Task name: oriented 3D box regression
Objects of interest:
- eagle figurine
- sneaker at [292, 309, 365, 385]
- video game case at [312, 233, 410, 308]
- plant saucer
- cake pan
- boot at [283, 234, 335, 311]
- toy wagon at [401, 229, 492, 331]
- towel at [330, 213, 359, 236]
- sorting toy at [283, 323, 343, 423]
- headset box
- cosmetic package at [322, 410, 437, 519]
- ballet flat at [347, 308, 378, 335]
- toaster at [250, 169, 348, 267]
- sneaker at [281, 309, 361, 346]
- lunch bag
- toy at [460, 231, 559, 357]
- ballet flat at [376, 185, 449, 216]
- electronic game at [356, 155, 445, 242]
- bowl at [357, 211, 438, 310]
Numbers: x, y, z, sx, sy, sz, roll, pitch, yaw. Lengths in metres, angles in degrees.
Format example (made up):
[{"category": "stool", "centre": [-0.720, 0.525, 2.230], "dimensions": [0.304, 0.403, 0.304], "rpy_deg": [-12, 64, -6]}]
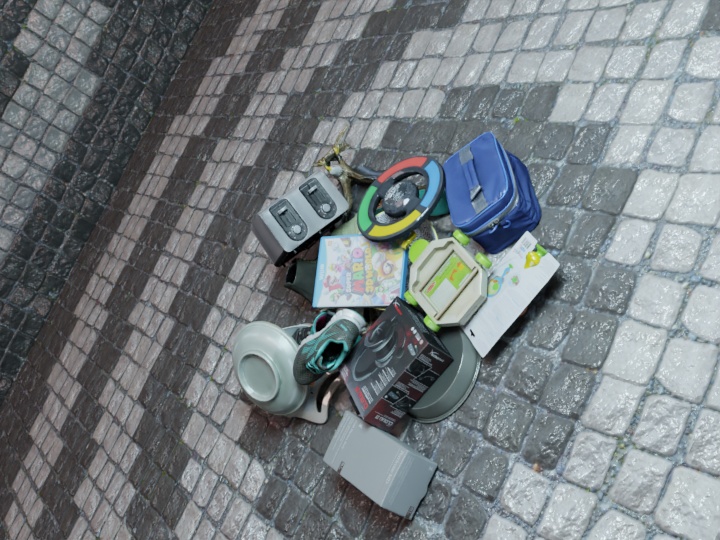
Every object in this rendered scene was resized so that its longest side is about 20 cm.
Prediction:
[{"category": "eagle figurine", "centre": [-0.027, -0.211, 1.836], "dimensions": [0.200, 0.149, 0.153], "rpy_deg": [48, 142, 29]}, {"category": "sneaker", "centre": [-0.071, 0.157, 1.472], "dimensions": [0.201, 0.077, 0.092], "rpy_deg": [-50, 10, 33]}, {"category": "video game case", "centre": [0.000, 0.000, 1.526], "dimensions": [0.196, 0.018, 0.146], "rpy_deg": [-3, 73, 31]}, {"category": "plant saucer", "centre": [-0.194, 0.206, 1.597], "dimensions": [0.198, 0.203, 0.050], "rpy_deg": [-26, 2, 37]}, {"category": "cake pan", "centre": [0.129, 0.170, 1.426], "dimensions": [0.199, 0.036, 0.203], "rpy_deg": [-31, 43, 34]}, {"category": "boot", "centre": [-0.097, -0.021, 1.757], "dimensions": [0.077, 0.137, 0.203], "rpy_deg": [-26, 45, 37]}, {"category": "toy wagon", "centre": [0.144, 0.004, 1.415], "dimensions": [0.156, 0.039, 0.201], "rpy_deg": [-51, 49, 14]}, {"category": "towel", "centre": [-0.005, -0.042, 1.695], "dimensions": [0.147, 0.036, 0.203], "rpy_deg": [-35, 42, 30]}, {"category": "sorting toy", "centre": [-0.108, 0.224, 1.652], "dimensions": [0.178, 0.107, 0.203], "rpy_deg": [25, 84, 36]}, {"category": "headset box", "centre": [0.052, 0.174, 1.420], "dimensions": [0.201, 0.077, 0.149], "rpy_deg": [-49, 36, 12]}, {"category": "cosmetic package", "centre": [0.031, 0.336, 1.385], "dimensions": [0.199, 0.089, 0.108], "rpy_deg": [16, 77, 57]}, {"category": "ballet flat", "centre": [-0.015, 0.035, 1.591], "dimensions": [0.067, 0.075, 0.204], "rpy_deg": [-22, 86, 11]}, {"category": "toaster", "centre": [-0.135, -0.109, 1.741], "dimensions": [0.180, 0.120, 0.200], "rpy_deg": [-36, -1, -18]}, {"category": "sneaker", "centre": [-0.095, 0.131, 1.579], "dimensions": [0.195, 0.121, 0.085], "rpy_deg": [0, 64, 7]}, {"category": "lunch bag", "centre": [0.230, -0.140, 1.444], "dimensions": [0.135, 0.131, 0.203], "rpy_deg": [-37, 40, 28]}, {"category": "toy", "centre": [0.257, 0.045, 1.350], "dimensions": [0.202, 0.047, 0.116], "rpy_deg": [-55, 33, 16]}, {"category": "ballet flat", "centre": [0.118, -0.142, 1.636], "dimensions": [0.196, 0.069, 0.073], "rpy_deg": [-15, 22, 26]}, {"category": "electronic game", "centre": [0.075, -0.137, 1.505], "dimensions": [0.198, 0.042, 0.203], "rpy_deg": [-27, 40, 25]}, {"category": "bowl", "centre": [0.083, -0.010, 1.546], "dimensions": [0.197, 0.094, 0.205], "rpy_deg": [-12, 68, 29]}]
